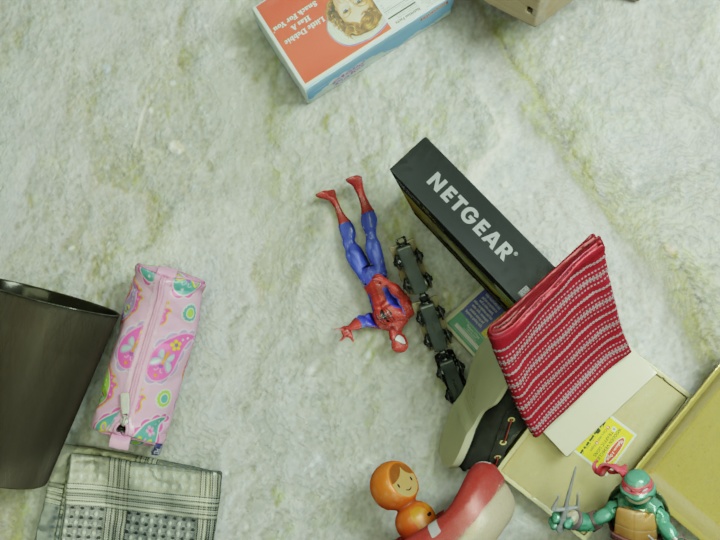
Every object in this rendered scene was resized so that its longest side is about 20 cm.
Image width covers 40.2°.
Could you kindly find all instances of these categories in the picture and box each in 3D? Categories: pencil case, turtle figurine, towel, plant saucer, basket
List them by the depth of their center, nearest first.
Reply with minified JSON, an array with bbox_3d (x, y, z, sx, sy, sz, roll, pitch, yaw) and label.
[{"bbox_3d":[0.198,0.069,0.955,0.145,0.200,0.022,-40,48,-10],"label":"towel"},{"bbox_3d":[0.279,0.274,1.002,0.149,0.101,0.200,11,125,37],"label":"turtle figurine"},{"bbox_3d":[0.418,0.207,1.056,0.200,0.048,0.200,40,87,0],"label":"plant saucer"},{"bbox_3d":[-0.366,0.122,1.058,0.180,0.136,0.201,14,89,18],"label":"basket"},{"bbox_3d":[-0.231,0.095,1.077,0.087,0.087,0.201,15,85,3],"label":"pencil case"},{"bbox_3d":[-0.262,0.300,1.084,0.199,0.035,0.193,8,85,4],"label":"towel"}]

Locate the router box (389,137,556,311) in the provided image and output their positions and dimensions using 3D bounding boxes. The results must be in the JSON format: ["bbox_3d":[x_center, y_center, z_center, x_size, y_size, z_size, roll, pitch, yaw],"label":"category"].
[{"bbox_3d":[0.125,-0.030,1.018,0.052,0.157,0.200,-42,71,0],"label":"router box"}]

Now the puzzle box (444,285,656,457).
[{"bbox_3d":[0.203,0.084,1.071,0.133,0.025,0.200,-42,73,0],"label":"puzzle box"}]

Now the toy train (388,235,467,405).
[{"bbox_3d":[0.077,0.053,1.066,0.034,0.046,0.200,-20,105,4],"label":"toy train"}]

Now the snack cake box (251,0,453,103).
[{"bbox_3d":[-0.008,-0.294,1.113,0.200,0.067,0.115,-32,86,-1],"label":"snack cake box"}]

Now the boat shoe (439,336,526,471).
[{"bbox_3d":[0.144,0.133,1.026,0.063,0.074,0.202,8,128,-15],"label":"boat shoe"}]

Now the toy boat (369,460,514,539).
[{"bbox_3d":[0.058,0.257,1.023,0.200,0.130,0.131,-34,79,8],"label":"toy boat"}]

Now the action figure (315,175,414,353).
[{"bbox_3d":[0.000,0.000,1.071,0.065,0.099,0.200,-24,86,26],"label":"action figure"}]

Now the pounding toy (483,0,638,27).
[{"bbox_3d":[0.198,-0.354,1.065,0.184,0.142,0.200,35,54,23],"label":"pounding toy"}]

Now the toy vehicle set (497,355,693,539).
[{"bbox_3d":[0.254,0.179,1.080,0.124,0.027,0.200,38,87,5],"label":"toy vehicle set"}]
